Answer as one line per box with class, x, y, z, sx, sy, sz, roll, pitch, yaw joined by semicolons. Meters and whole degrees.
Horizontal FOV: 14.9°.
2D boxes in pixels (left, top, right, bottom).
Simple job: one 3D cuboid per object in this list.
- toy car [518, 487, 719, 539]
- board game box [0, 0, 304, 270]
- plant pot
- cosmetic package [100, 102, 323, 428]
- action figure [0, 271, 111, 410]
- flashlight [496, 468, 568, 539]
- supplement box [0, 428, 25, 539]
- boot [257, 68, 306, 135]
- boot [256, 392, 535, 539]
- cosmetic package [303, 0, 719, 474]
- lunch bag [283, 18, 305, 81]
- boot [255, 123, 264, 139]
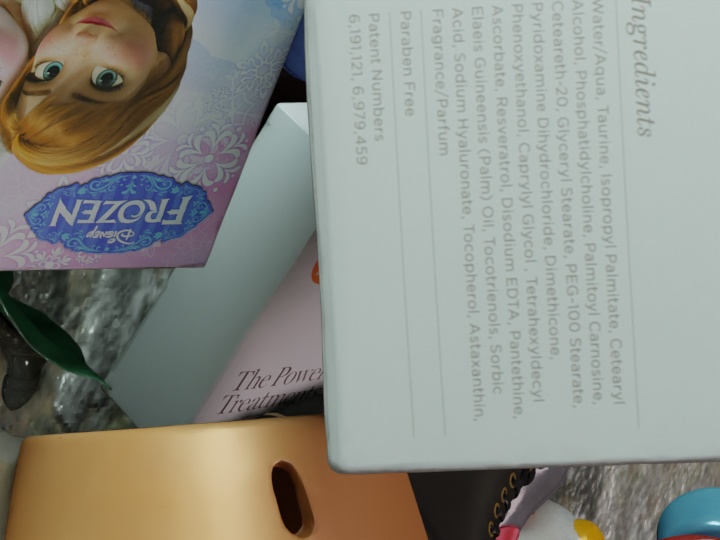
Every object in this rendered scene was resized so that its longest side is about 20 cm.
toy car;0.109;0.168;1.422;0.200;0.177;0.185;46;26;-25
board game box;-0.109;-0.088;0.863;0.199;0.041;0.200;-2;129;-34
plant pot;-0.053;0.126;1.015;0.200;0.200;0.141;-1;86;-56
cosmetic package;0.000;0.000;1.172;0.200;0.052;0.151;-6;133;-55
action figure;-0.184;-0.019;0.977;0.055;0.118;0.200;-55;135;-9
flashlight;0.059;0.138;1.203;0.068;0.068;0.201;22;57;-29
supplement box;-0.194;0.103;1.014;0.200;0.073;0.126;32;75;-58
boot;-0.047;-0.112;1.174;0.199;0.097;0.075;3;129;-31
boot;0.050;0.122;1.145;0.138;0.077;0.200;-30;86;-35
cosmetic package;0.094;-0.024;0.931;0.167;0.199;0.167;-18;105;-79
lunch bag;0.025;-0.155;1.061;0.200;0.135;0.133;86;2;-51
boot;-0.017;-0.055;1.242;0.200;0.073;0.091;-42;156;-45
